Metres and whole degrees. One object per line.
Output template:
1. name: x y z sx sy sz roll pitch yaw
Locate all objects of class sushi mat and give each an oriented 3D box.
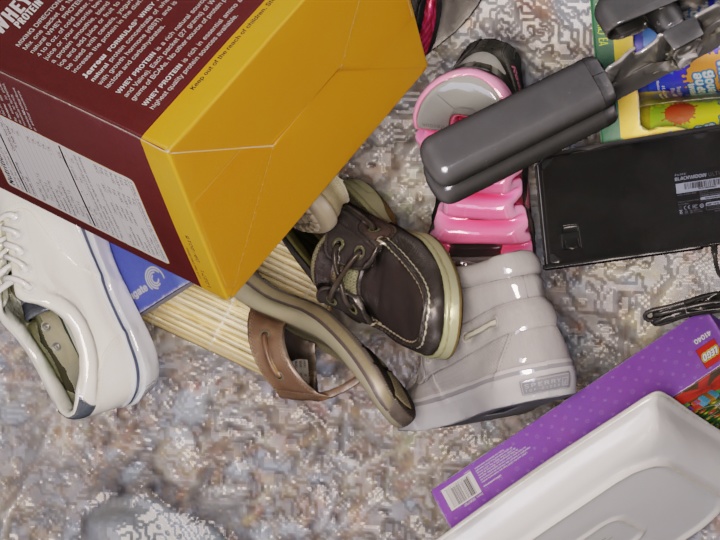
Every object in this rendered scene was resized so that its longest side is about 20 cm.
1. sushi mat: -0.113 -0.006 1.716 0.200 0.012 0.096 24 102 5

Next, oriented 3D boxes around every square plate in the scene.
1. square plate: 0.136 0.156 1.613 0.200 0.198 0.028 -36 62 14

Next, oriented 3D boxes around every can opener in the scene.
1. can opener: 0.119 -0.112 1.543 0.200 0.053 0.067 -27 69 -4

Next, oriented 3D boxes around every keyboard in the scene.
1. keyboard: 0.203 -0.024 1.557 0.199 0.021 0.127 -8 66 12

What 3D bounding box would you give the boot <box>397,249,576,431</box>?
1. boot: 0.069 0.041 1.621 0.073 0.200 0.096 -8 83 -24

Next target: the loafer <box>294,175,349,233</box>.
1. loafer: -0.062 -0.099 1.622 0.068 0.076 0.200 -39 52 -5

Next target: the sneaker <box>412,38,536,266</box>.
1. sneaker: 0.076 -0.052 1.644 0.079 0.095 0.200 7 126 9

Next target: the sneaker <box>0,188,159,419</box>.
1. sneaker: -0.193 -0.004 1.634 0.073 0.071 0.200 -34 84 42

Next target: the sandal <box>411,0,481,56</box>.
1. sandal: 0.013 -0.148 1.652 0.075 0.045 0.200 38 104 2

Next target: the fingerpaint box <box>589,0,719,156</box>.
1. fingerpaint box: 0.223 -0.139 1.603 0.166 0.073 0.201 -3 100 11

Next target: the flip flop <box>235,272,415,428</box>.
1. flip flop: -0.046 0.044 1.640 0.200 0.081 0.058 32 84 26

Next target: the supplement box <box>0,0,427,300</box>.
1. supplement box: -0.106 -0.127 1.525 0.200 0.133 0.197 25 63 30

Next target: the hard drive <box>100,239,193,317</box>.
1. hard drive: -0.185 -0.059 1.672 0.132 0.025 0.200 -31 86 42

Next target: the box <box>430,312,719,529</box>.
1. box: 0.155 0.105 1.625 0.200 0.137 0.039 -35 66 14

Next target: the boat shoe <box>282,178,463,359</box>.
1. boat shoe: 0.000 0.000 1.605 0.065 0.200 0.073 0 109 -24
